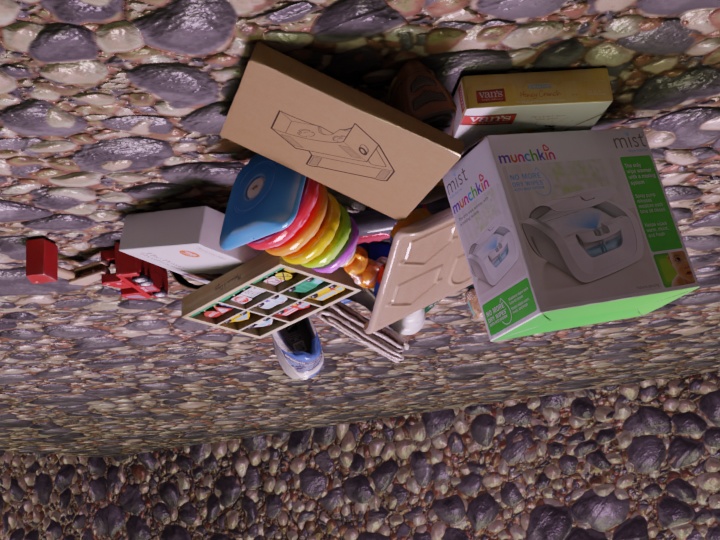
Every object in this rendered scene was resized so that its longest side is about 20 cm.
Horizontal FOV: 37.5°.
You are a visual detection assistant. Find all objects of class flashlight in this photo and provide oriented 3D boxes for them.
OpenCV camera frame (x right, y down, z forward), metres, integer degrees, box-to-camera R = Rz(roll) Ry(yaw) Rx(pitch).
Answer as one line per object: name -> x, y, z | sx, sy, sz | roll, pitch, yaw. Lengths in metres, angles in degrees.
flashlight -> 0.026, -0.049, 1.322 | 0.198, 0.068, 0.068 | -10, 176, 19

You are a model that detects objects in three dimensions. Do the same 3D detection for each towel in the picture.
towel -> -0.009, 0.068, 1.394 | 0.132, 0.035, 0.200 | 31, 178, -12

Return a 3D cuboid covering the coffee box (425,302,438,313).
coffee box -> 0.112, 0.001, 1.463 | 0.123, 0.044, 0.200 | -41, 171, -13

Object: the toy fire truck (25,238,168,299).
toy fire truck -> -0.348, 0.001, 1.417 | 0.140, 0.049, 0.200 | -6, 166, 5

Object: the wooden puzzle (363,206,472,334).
wooden puzzle -> 0.090, -0.026, 1.158 | 0.184, 0.046, 0.201 | -24, 155, -28

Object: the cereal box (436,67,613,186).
cereal box -> 0.154, -0.140, 1.067 | 0.142, 0.040, 0.200 | -5, 165, -6

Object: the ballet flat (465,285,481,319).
ballet flat -> 0.274, 0.056, 1.793 | 0.198, 0.066, 0.071 | -3, 165, -9

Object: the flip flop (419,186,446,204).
flip flop -> 0.161, -0.095, 1.205 | 0.198, 0.058, 0.081 | -5, 165, -1

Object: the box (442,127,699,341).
box -> 0.202, -0.039, 1.035 | 0.198, 0.178, 0.097 | -6, 163, -28

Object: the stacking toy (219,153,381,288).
stacking toy -> -0.043, -0.038, 1.136 | 0.116, 0.111, 0.200 | -18, 138, 40

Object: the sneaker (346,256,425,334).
sneaker -> 0.000, 0.000, 1.376 | 0.199, 0.074, 0.116 | 30, 162, 12

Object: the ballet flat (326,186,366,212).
ballet flat -> -0.068, -0.067, 1.226 | 0.067, 0.064, 0.199 | 9, 160, -41

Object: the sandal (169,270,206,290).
sandal -> -0.220, -0.004, 1.429 | 0.081, 0.055, 0.200 | -8, 165, 12

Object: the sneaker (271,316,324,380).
sneaker -> -0.106, 0.046, 1.413 | 0.077, 0.201, 0.085 | -31, 169, -17

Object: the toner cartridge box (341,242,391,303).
toner cartridge box -> -0.013, 0.008, 1.564 | 0.094, 0.044, 0.199 | 8, 161, -37

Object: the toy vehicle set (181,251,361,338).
toy vehicle set -> -0.109, 0.029, 1.271 | 0.124, 0.027, 0.199 | 18, 149, -38

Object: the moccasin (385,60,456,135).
moccasin -> 0.044, -0.132, 1.021 | 0.073, 0.078, 0.202 | -19, 162, -5

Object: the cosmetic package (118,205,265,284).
cosmetic package -> -0.168, -0.020, 1.292 | 0.150, 0.052, 0.199 | -5, 160, 41

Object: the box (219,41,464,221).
box -> -0.023, -0.120, 0.965 | 0.199, 0.021, 0.163 | 25, 158, -8
